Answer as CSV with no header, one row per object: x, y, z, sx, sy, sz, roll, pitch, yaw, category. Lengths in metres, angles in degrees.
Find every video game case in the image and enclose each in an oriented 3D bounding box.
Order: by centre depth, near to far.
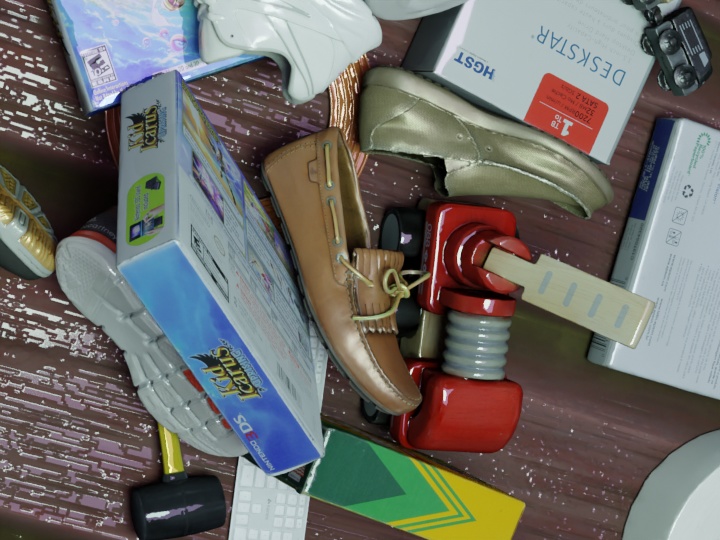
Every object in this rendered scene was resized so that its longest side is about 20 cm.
-0.090,0.001,1.149,0.045,0.182,0.200,-21,128,12,video game case
-0.120,-0.222,1.203,0.199,0.045,0.182,-20,95,-14,video game case

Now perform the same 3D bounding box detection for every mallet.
-0.147,0.093,1.252,0.066,0.041,0.201,-16,98,-20,mallet

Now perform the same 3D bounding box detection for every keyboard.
-0.060,0.126,1.297,0.056,0.011,0.201,6,94,-20,keyboard

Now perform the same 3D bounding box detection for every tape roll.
0.308,0.228,1.405,0.201,0.071,0.204,-2,97,-19,tape roll

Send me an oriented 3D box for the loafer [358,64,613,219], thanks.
0.084,-0.079,1.277,0.199,0.076,0.068,24,87,-4,loafer

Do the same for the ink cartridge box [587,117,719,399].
0.292,0.002,1.388,0.199,0.043,0.197,17,90,-23,ink cartridge box

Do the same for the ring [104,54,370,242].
-0.081,-0.113,1.256,0.199,0.019,0.202,-2,97,-18,ring

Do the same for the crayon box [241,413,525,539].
0.026,0.151,1.263,0.199,0.127,0.051,24,87,-26,crayon box

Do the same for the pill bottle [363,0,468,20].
0.024,-0.280,1.200,0.110,0.111,0.201,-15,78,-17,pill bottle

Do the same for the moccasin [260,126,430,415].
0.001,0.000,1.218,0.077,0.074,0.202,-23,76,16,moccasin

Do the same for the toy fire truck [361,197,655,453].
0.098,0.047,1.241,0.128,0.200,0.177,6,95,-19,toy fire truck

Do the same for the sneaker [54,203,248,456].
-0.121,0.037,1.210,0.200,0.077,0.082,58,44,-23,sneaker

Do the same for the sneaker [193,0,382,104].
-0.083,-0.185,1.152,0.200,0.078,0.099,42,84,-12,sneaker

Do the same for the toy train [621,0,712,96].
0.199,-0.218,1.250,0.046,0.034,0.201,-31,106,-17,toy train

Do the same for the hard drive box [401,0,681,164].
0.144,-0.200,1.292,0.155,0.077,0.201,24,89,-20,hard drive box

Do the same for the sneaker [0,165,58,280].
-0.291,-0.049,1.174,0.200,0.076,0.088,40,100,-17,sneaker
